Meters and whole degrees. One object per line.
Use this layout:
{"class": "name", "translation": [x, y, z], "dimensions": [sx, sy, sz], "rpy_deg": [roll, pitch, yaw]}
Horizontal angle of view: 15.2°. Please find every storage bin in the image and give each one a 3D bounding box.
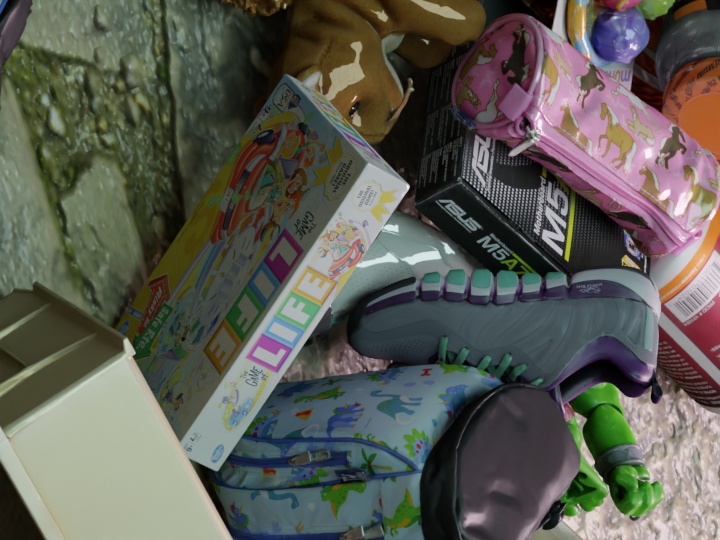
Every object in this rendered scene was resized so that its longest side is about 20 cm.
{"class": "storage bin", "translation": [-0.154, 0.124, 1.518], "dimensions": [0.093, 0.198, 0.201], "rpy_deg": [-33, 111, -15]}

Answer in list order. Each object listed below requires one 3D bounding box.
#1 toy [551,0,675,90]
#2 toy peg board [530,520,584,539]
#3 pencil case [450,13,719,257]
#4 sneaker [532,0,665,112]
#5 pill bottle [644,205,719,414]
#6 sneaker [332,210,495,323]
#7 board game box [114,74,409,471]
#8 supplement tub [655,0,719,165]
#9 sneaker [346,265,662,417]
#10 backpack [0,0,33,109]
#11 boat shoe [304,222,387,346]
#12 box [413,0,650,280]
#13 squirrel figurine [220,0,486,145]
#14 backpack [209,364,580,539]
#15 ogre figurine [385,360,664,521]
{"class": "toy", "translation": [0.175, -0.193, 1.758], "dimensions": [0.115, 0.047, 0.202], "rpy_deg": [-7, 107, -53]}
{"class": "toy peg board", "translation": [0.094, 0.264, 1.695], "dimensions": [0.200, 0.098, 0.199], "rpy_deg": [42, 92, -15]}
{"class": "pencil case", "translation": [0.146, -0.083, 1.707], "dimensions": [0.200, 0.083, 0.087], "rpy_deg": [31, 74, -38]}
{"class": "sneaker", "translation": [0.169, -0.190, 1.861], "dimensions": [0.201, 0.073, 0.077], "rpy_deg": [57, 37, -28]}
{"class": "pill bottle", "translation": [0.248, 0.029, 1.887], "dimensions": [0.200, 0.113, 0.113], "rpy_deg": [43, 66, -31]}
{"class": "sneaker", "translation": [0.000, 0.000, 1.724], "dimensions": [0.199, 0.075, 0.089], "rpy_deg": [21, 87, -29]}
{"class": "board game box", "translation": [-0.063, -0.001, 1.574], "dimensions": [0.034, 0.134, 0.201], "rpy_deg": [28, 101, -33]}
{"class": "supplement tub", "translation": [0.269, -0.176, 1.826], "dimensions": [0.122, 0.122, 0.201], "rpy_deg": [40, 51, -32]}
{"class": "sneaker", "translation": [0.089, 0.050, 1.680], "dimensions": [0.075, 0.198, 0.088], "rpy_deg": [71, 14, -59]}
{"class": "backpack", "translation": [-0.255, -0.109, 1.435], "dimensions": [0.153, 0.190, 0.201], "rpy_deg": [24, 75, -19]}
{"class": "boat shoe", "translation": [-0.044, 0.017, 1.637], "dimensions": [0.065, 0.072, 0.201], "rpy_deg": [33, 87, -25]}
{"class": "box", "translation": [0.119, -0.069, 1.773], "dimensions": [0.193, 0.047, 0.201], "rpy_deg": [42, 39, -32]}
{"class": "squirrel figurine", "translation": [-0.022, -0.180, 1.677], "dimensions": [0.199, 0.141, 0.187], "rpy_deg": [31, 82, -20]}
{"class": "backpack", "translation": [0.006, 0.127, 1.644], "dimensions": [0.154, 0.199, 0.163], "rpy_deg": [61, 37, -9]}
{"class": "ogre figurine", "translation": [0.104, 0.085, 1.764], "dimensions": [0.099, 0.198, 0.120], "rpy_deg": [93, 5, -46]}
